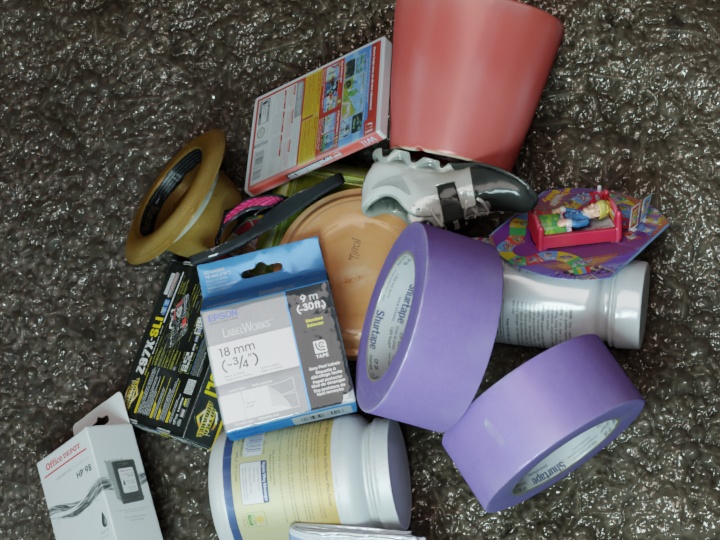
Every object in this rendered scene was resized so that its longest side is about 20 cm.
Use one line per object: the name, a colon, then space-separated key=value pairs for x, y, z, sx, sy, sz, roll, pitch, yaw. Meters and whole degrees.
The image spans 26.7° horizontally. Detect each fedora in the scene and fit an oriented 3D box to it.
fedora: x=-0.194 y=-0.071 z=1.774 sx=0.082 sy=0.200 sz=0.201 roll=36 pitch=85 yaw=-22

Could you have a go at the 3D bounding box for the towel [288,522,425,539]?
towel: x=-0.004 y=0.357 z=1.606 sx=0.146 sy=0.024 sz=0.202 roll=4 pitch=115 yaw=10

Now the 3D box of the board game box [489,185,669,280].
board game box: x=0.236 y=-0.058 z=1.647 sx=0.157 sy=0.039 sz=0.200 roll=19 pitch=37 yaw=32

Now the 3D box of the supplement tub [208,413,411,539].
supplement tub: x=-0.052 y=0.232 z=1.652 sx=0.198 sy=0.144 sz=0.146 roll=-8 pitch=74 yaw=12

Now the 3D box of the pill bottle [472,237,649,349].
pill bottle: x=0.211 y=0.029 z=1.659 sx=0.198 sy=0.113 sz=0.114 roll=6 pitch=77 yaw=15

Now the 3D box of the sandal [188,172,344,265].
sandal: x=-0.111 y=-0.067 z=1.704 sx=0.199 sy=0.075 sz=0.045 roll=-32 pitch=95 yaw=-12

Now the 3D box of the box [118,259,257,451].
box: x=-0.192 y=0.092 z=1.733 sx=0.159 sy=0.049 sz=0.201 roll=5 pitch=73 yaw=53

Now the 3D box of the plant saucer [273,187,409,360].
plant saucer: x=0.000 y=0.000 z=1.688 sx=0.198 sy=0.032 sz=0.202 roll=-3 pitch=68 yaw=6

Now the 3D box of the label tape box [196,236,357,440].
label tape box: x=-0.094 y=0.066 z=1.623 sx=0.143 sy=0.063 sz=0.202 roll=-14 pitch=76 yaw=0

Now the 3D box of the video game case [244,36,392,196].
video game case: x=-0.050 y=-0.178 z=1.764 sx=0.199 sy=0.017 sz=0.144 roll=-21 pitch=49 yaw=32

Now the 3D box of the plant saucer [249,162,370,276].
plant saucer: x=-0.024 y=-0.038 z=1.748 sx=0.198 sy=0.048 sz=0.201 roll=11 pitch=71 yaw=11

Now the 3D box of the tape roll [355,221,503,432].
tape roll: x=0.068 y=0.057 z=1.549 sx=0.084 sy=0.200 sz=0.202 roll=15 pitch=78 yaw=-14

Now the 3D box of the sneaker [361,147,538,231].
sneaker: x=0.093 y=-0.071 z=1.653 sx=0.198 sy=0.074 sz=0.089 roll=9 pitch=63 yaw=24

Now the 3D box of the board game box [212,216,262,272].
board game box: x=-0.080 y=0.019 z=1.779 sx=0.200 sy=0.030 sz=0.096 roll=42 pitch=87 yaw=17

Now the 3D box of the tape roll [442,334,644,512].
tape roll: x=0.189 y=0.159 z=1.575 sx=0.199 sy=0.200 sz=0.085 roll=-35 pitch=70 yaw=2

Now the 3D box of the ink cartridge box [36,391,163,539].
ink cartridge box: x=-0.300 y=0.251 z=1.722 sx=0.116 sy=0.066 sz=0.201 roll=-35 pitch=66 yaw=39

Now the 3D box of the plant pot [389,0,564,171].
plant pot: x=0.118 y=-0.207 z=1.712 sx=0.199 sy=0.200 sz=0.179 roll=12 pitch=88 yaw=16
